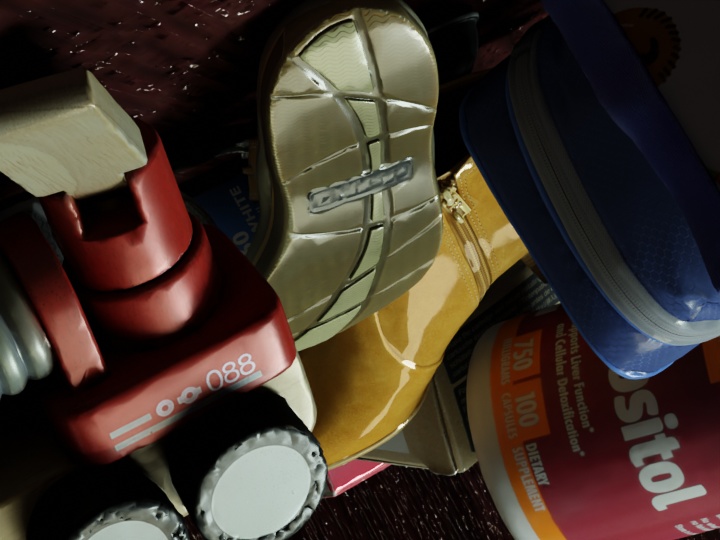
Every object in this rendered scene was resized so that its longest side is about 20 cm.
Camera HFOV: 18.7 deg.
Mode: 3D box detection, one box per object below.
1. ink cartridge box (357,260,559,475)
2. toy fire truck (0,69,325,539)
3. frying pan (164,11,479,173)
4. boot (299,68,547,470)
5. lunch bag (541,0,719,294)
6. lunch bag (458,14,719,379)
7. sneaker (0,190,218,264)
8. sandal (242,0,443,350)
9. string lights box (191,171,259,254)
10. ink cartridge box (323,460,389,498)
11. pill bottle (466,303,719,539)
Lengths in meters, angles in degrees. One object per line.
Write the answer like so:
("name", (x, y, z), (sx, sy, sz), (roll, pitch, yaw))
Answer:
("ink cartridge box", (0.015, 0.021, 1.091), (0.199, 0.076, 0.164), (4, -152, 42))
("toy fire truck", (-0.110, 0.020, 0.645), (0.175, 0.201, 0.129), (-27, -143, -14))
("frying pan", (-0.008, -0.065, 0.871), (0.115, 0.031, 0.190), (-31, 179, 18))
("boot", (0.001, 0.000, 0.899), (0.201, 0.071, 0.144), (-37, 148, 8))
("lunch bag", (0.146, -0.076, 0.640), (0.199, 0.171, 0.124), (-14, 155, -36))
("lunch bag", (0.139, -0.057, 0.814), (0.132, 0.137, 0.200), (-31, 177, 41))
("sneaker", (-0.144, 0.021, 0.789), (0.199, 0.075, 0.082), (-23, -170, -17))
("sandal", (-0.013, -0.038, 0.779), (0.080, 0.054, 0.201), (-17, 147, -15))
("string lights box", (-0.040, -0.015, 0.993), (0.199, 0.059, 0.103), (-27, 179, -25))
("ink cartridge box", (0.021, 0.027, 1.318), (0.199, 0.146, 0.084), (-28, -177, -22))
("pill bottle", (0.155, 0.051, 0.936), (0.199, 0.114, 0.113), (-19, -179, 24))
